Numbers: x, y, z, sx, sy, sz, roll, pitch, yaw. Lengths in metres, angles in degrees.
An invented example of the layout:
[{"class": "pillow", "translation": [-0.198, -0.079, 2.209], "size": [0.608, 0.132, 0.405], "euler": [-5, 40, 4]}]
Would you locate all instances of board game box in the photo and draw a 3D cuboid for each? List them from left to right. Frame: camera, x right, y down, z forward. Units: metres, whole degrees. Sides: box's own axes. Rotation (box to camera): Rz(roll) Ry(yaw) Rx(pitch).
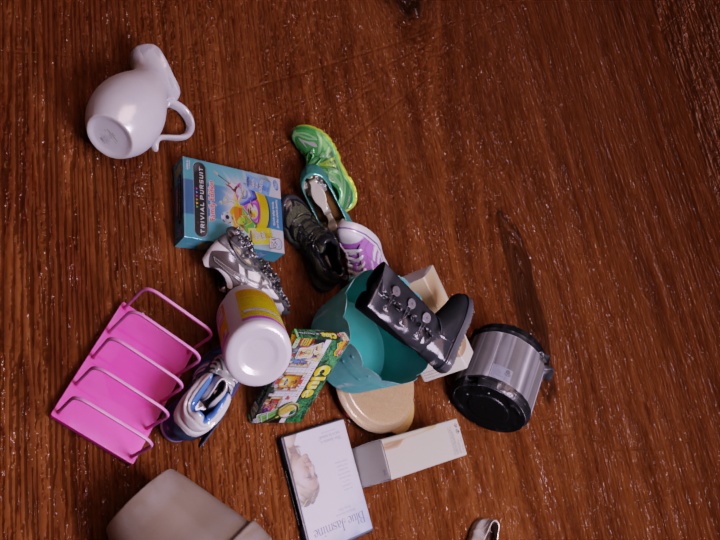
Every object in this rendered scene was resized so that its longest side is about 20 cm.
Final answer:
[{"class": "board game box", "translation": [-0.235, -0.107, 1.252], "size": [0.196, 0.047, 0.155], "euler": [9, 65, -37]}, {"class": "board game box", "translation": [-0.103, 0.177, 1.140], "size": [0.103, 0.202, 0.024], "euler": [4, 38, -37]}]

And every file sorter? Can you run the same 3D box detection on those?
[{"class": "file sorter", "translation": [-0.324, 0.148, 1.012], "size": [0.138, 0.125, 0.203], "euler": [37, 52, -19]}]

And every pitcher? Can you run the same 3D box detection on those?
[{"class": "pitcher", "translation": [-0.365, -0.263, 1.181], "size": [0.172, 0.119, 0.203], "euler": [50, 35, -30]}]

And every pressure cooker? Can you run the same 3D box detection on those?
[{"class": "pressure cooker", "translation": [0.298, 0.211, 1.454], "size": [0.176, 0.177, 0.202], "euler": [43, 52, -19]}]

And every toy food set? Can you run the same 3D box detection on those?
[{"class": "toy food set", "translation": [0.027, 0.209, 1.324], "size": [0.196, 0.048, 0.203], "euler": [10, 65, -36]}]

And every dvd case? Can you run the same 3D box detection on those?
[{"class": "dvd case", "translation": [-0.060, 0.371, 1.201], "size": [0.140, 0.017, 0.205], "euler": [-6, 75, -41]}]

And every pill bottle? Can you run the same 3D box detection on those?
[{"class": "pill bottle", "translation": [-0.173, 0.092, 1.098], "size": [0.101, 0.200, 0.107], "euler": [-5, 111, -14]}]

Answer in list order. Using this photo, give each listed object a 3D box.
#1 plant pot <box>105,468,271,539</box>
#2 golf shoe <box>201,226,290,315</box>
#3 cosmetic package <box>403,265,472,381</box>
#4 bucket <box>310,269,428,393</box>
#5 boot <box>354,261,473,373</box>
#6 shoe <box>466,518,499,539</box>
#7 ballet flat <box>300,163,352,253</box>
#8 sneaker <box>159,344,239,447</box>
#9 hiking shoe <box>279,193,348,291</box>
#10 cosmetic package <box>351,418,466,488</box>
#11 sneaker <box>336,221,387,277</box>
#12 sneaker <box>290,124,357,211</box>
[{"class": "plant pot", "translation": [-0.247, 0.377, 0.950], "size": [0.174, 0.201, 0.199], "euler": [45, 47, 10]}, {"class": "golf shoe", "translation": [-0.199, 0.017, 1.219], "size": [0.201, 0.093, 0.078], "euler": [55, 2, -32]}, {"class": "cosmetic package", "translation": [0.135, 0.106, 1.383], "size": [0.203, 0.103, 0.071], "euler": [62, 27, -9]}, {"class": "bucket", "translation": [0.016, 0.114, 1.233], "size": [0.204, 0.134, 0.213], "euler": [17, 61, -33]}, {"class": "boot", "translation": [0.097, 0.055, 1.197], "size": [0.198, 0.065, 0.167], "euler": [37, 50, -16]}, {"class": "shoe", "translation": [0.220, 0.564, 1.319], "size": [0.070, 0.053, 0.202], "euler": [40, 50, -17]}, {"class": "ballet flat", "translation": [-0.064, -0.110, 1.358], "size": [0.203, 0.066, 0.071], "euler": [62, 13, -16]}, {"class": "sneaker", "translation": [-0.217, 0.176, 1.072], "size": [0.081, 0.145, 0.201], "euler": [47, 49, -11]}, {"class": "hiking shoe", "translation": [-0.083, -0.064, 1.314], "size": [0.075, 0.100, 0.203], "euler": [-33, 95, -36]}, {"class": "cosmetic package", "translation": [0.090, 0.336, 1.283], "size": [0.197, 0.105, 0.073], "euler": [-3, 70, -41]}, {"class": "sneaker", "translation": [0.001, 0.000, 1.339], "size": [0.201, 0.071, 0.116], "euler": [54, 47, -47]}, {"class": "sneaker", "translation": [-0.079, -0.205, 1.405], "size": [0.202, 0.073, 0.083], "euler": [56, 44, -5]}]
